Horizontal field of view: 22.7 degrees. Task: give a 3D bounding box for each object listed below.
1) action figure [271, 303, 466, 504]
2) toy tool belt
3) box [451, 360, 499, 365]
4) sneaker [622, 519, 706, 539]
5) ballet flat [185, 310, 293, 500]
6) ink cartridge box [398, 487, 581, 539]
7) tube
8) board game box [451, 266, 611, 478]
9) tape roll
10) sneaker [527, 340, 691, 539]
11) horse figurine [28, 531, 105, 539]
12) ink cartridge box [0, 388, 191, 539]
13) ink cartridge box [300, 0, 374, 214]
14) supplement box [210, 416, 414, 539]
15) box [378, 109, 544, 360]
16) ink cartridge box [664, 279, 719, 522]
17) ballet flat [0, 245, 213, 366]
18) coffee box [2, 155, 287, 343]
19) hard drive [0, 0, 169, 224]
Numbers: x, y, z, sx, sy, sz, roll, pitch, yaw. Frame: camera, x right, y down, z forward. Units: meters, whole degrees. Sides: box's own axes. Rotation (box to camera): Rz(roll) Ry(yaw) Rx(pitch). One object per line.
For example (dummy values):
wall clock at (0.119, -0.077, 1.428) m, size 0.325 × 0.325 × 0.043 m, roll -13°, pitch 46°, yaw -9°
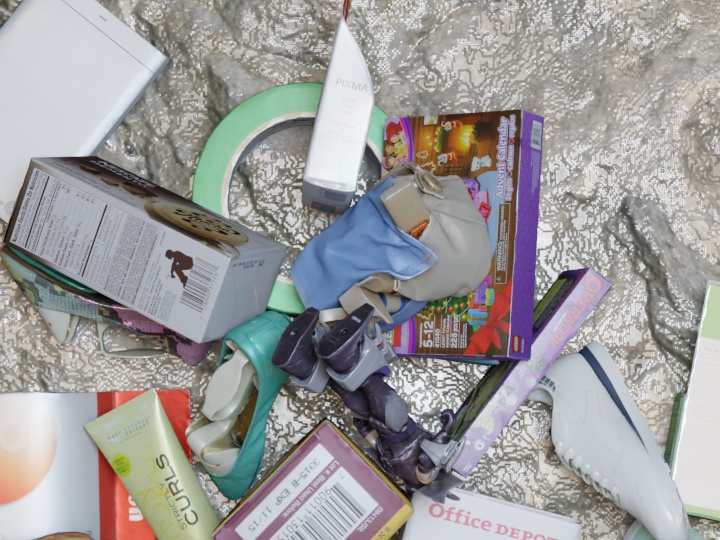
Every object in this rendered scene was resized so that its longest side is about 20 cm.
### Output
action figure at (0.020, 0.110, 1.389) m, size 0.070 × 0.130 × 0.200 m, roll -54°, pitch 129°, yaw -21°
toy tool belt at (0.000, 0.000, 1.424) m, size 0.200 × 0.123 × 0.125 m, roll -43°, pitch 61°, yaw 24°
box at (0.104, -0.021, 1.536) m, size 0.049 × 0.082 × 0.202 m, roll 8°, pitch 86°, yaw -2°
sneaker at (0.235, 0.304, 1.493) m, size 0.073 × 0.118 × 0.202 m, roll 26°, pitch 86°, yaw -20°
ballet flat at (-0.109, 0.117, 1.480) m, size 0.070 × 0.201 × 0.067 m, roll -16°, pitch 49°, yaw -41°
ink cartridge box at (0.091, 0.289, 1.512) m, size 0.146 × 0.086 × 0.202 m, roll 15°, pitch 84°, yaw 0°
tube at (-0.157, 0.202, 1.516) m, size 0.058 × 0.052 × 0.201 m, roll -30°, pitch 95°, yaw -20°
board game box at (0.131, 0.084, 1.511) m, size 0.032 × 0.120 × 0.200 m, roll 38°, pitch 86°, yaw 1°
tape roll at (-0.046, -0.060, 1.552) m, size 0.199 × 0.048 × 0.202 m, roll 0°, pitch 86°, yaw -1°
sneaker at (0.209, 0.156, 1.507) m, size 0.080 × 0.077 × 0.201 m, roll -25°, pitch 53°, yaw -4°
horse figurine at (-0.321, 0.262, 1.477) m, size 0.198 × 0.050 × 0.134 m, roll 16°, pitch 88°, yaw -2°
ink cartridge box at (-0.244, 0.184, 1.529) m, size 0.198 × 0.050 × 0.164 m, roll -2°, pitch 86°, yaw 1°
ink cartridge box at (-0.006, -0.153, 1.456) m, size 0.050 × 0.161 × 0.202 m, roll 15°, pitch 85°, yaw -1°
supplement box at (-0.037, 0.198, 1.457) m, size 0.103 × 0.200 × 0.131 m, roll 45°, pitch 86°, yaw 2°
box at (0.078, -0.028, 1.473) m, size 0.136 × 0.039 × 0.202 m, roll -1°, pitch 82°, yaw 36°
ink cartridge box at (0.345, 0.122, 1.549) m, size 0.144 × 0.048 × 0.202 m, roll 11°, pitch 85°, yaw -1°
ballet flat at (-0.221, 0.036, 1.537) m, size 0.198 × 0.069 × 0.072 m, roll 18°, pitch 105°, yaw -1°
coffee box at (-0.178, -0.021, 1.480) m, size 0.199 × 0.113 × 0.080 m, roll 26°, pitch 103°, yaw 19°
hard drive at (-0.280, -0.147, 1.563) m, size 0.132 × 0.027 × 0.200 m, roll 38°, pitch 86°, yaw 2°
